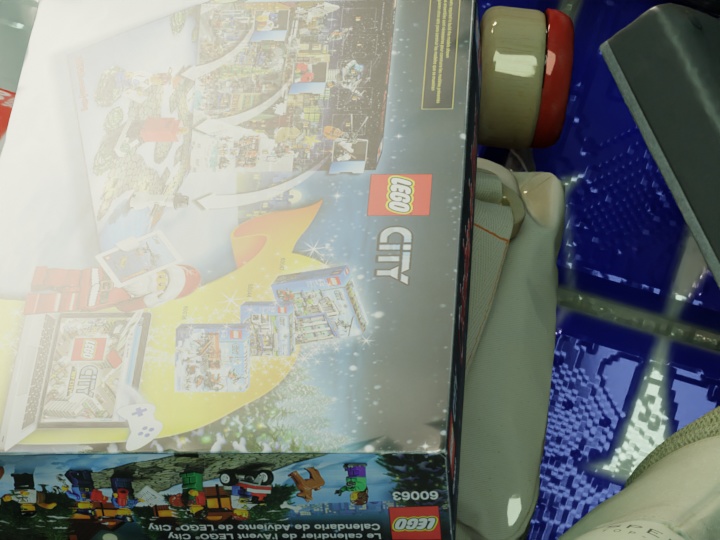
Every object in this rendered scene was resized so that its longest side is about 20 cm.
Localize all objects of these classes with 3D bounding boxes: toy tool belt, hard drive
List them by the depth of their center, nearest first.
[{"bbox_3d":[0.158,0.016,0.861,0.033,0.139,0.200,-35,65,27],"label":"hard drive"},{"bbox_3d":[0.000,0.000,0.885,0.122,0.125,0.201,7,67,-2],"label":"toy tool belt"}]

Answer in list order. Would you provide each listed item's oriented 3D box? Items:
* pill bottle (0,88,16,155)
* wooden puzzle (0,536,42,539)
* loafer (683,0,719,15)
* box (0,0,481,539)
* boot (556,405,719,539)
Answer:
[{"bbox_3d":[-0.196,-0.024,0.911,0.199,0.116,0.116,17,70,11],"label":"pill bottle"},{"bbox_3d":[-0.150,0.116,0.753,0.185,0.046,0.201,19,68,6],"label":"wooden puzzle"},{"bbox_3d":[0.115,-0.128,0.953,0.200,0.070,0.068,12,77,9],"label":"loafer"},{"bbox_3d":[-0.037,-0.007,0.792,0.136,0.038,0.200,0,43,6],"label":"box"},{"bbox_3d":[0.063,0.131,0.840,0.072,0.200,0.155,38,35,11],"label":"boot"}]
